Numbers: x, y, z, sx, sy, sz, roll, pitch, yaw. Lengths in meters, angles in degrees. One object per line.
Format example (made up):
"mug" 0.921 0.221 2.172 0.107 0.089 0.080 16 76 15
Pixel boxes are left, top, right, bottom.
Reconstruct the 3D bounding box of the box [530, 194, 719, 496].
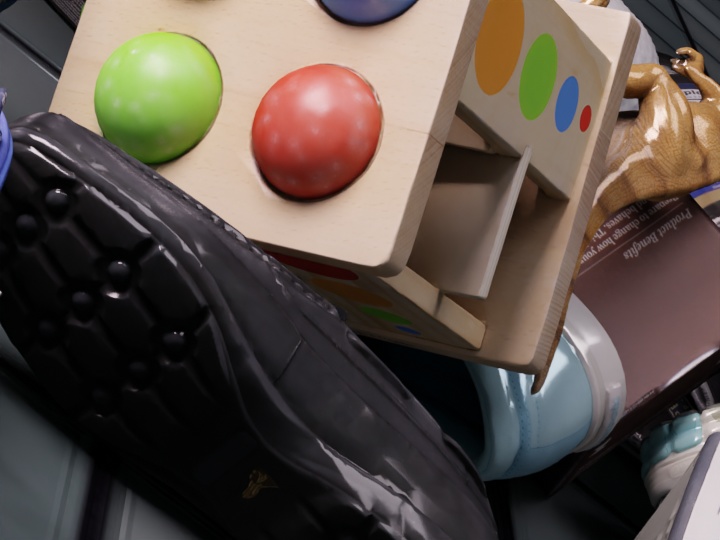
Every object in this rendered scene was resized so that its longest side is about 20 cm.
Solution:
"box" 0.055 -0.025 0.978 0.200 0.100 0.075 51 -26 14

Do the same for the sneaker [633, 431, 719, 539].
"sneaker" 0.148 0.142 0.835 0.146 0.077 0.202 31 27 -1

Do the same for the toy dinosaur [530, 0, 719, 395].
"toy dinosaur" 0.101 -0.044 0.908 0.200 0.060 0.106 -26 73 -46

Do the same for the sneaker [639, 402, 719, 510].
"sneaker" 0.170 0.129 0.999 0.200 0.077 0.087 34 43 -45

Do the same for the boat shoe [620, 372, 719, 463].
"boat shoe" 0.096 0.011 1.105 0.200 0.072 0.068 56 18 18

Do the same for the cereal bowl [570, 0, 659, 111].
"cereal bowl" 0.055 -0.124 1.197 0.200 0.084 0.200 22 3 -1

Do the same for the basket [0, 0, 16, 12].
"basket" -0.152 -0.152 0.799 0.176 0.139 0.200 39 25 -13

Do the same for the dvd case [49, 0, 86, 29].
"dvd case" -0.102 -0.175 0.930 0.022 0.200 0.146 -35 74 -32

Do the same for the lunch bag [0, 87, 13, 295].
"lunch bag" -0.173 -0.046 0.599 0.200 0.076 0.160 38 19 -11

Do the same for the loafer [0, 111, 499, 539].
"loafer" -0.034 0.031 0.726 0.201 0.068 0.070 46 29 -13

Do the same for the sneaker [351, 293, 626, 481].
"sneaker" 0.000 0.000 0.899 0.200 0.074 0.082 37 36 24

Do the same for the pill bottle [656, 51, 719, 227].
"pill bottle" 0.166 -0.031 1.291 0.112 0.112 0.200 34 18 -28

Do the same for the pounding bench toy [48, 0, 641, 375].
"pounding bench toy" -0.039 -0.063 0.812 0.199 0.125 0.156 13 -9 26
